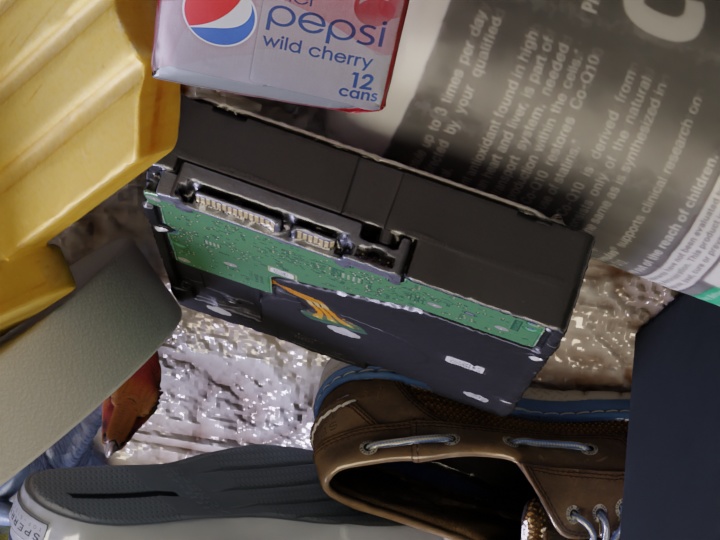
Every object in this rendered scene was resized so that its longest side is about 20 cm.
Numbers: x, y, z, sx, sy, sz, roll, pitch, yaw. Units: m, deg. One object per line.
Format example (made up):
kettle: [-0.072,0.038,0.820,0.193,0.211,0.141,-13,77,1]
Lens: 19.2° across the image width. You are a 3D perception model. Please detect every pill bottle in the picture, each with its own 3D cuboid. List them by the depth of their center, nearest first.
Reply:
pill bottle: [0.056,-0.071,0.683,0.198,0.114,0.114,20,131,-7]

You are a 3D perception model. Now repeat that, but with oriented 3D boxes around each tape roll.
tape roll: [-0.154,0.059,0.778,0.202,0.203,0.037,-31,100,31]

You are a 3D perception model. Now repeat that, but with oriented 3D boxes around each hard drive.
hard drive: [0.000,0.000,0.727,0.138,0.038,0.200,19,170,3]

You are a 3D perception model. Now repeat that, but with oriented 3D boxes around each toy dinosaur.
toy dinosaur: [-0.151,0.091,0.885,0.199,0.105,0.183,25,111,6]

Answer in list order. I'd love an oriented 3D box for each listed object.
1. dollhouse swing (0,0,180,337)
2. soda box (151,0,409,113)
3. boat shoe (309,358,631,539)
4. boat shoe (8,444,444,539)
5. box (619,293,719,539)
dollhouse swing: [-0.179,-0.066,0.638,0.201,0.181,0.176,65,156,3]
soda box: [-0.005,-0.131,0.585,0.063,0.201,0.070,12,132,-1]
boat shoe: [0.075,0.091,0.843,0.198,0.073,0.073,12,131,1]
boat shoe: [-0.056,0.113,0.842,0.199,0.073,0.067,6,111,-35]
box: [0.166,0.103,0.750,0.141,0.201,0.079,34,128,-17]
